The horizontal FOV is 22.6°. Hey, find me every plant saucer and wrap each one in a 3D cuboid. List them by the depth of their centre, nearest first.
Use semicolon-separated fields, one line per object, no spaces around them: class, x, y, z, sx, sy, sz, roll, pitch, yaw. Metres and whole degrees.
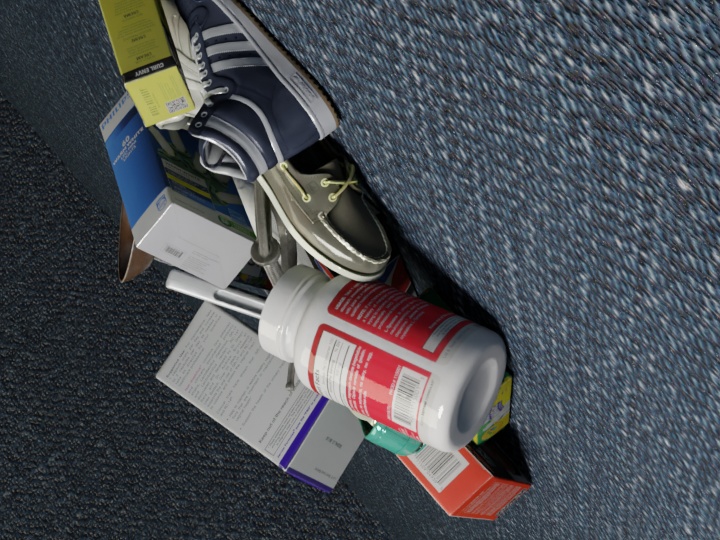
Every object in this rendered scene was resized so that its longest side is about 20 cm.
plant saucer;-0.225;-0.085;1.880;0.032;0.201;0.200;8;179;-13

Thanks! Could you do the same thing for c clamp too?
c clamp;-0.072;-0.011;1.635;0.200;0.027;0.171;73;-164;-58

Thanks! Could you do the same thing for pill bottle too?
pill bottle;0.016;0.070;1.558;0.200;0.112;0.112;24;160;24

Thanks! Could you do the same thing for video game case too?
video game case;-0.106;0.035;1.831;0.182;0.023;0.200;19;178;-4

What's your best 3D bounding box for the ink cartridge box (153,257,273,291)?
ink cartridge box;-0.112;-0.007;1.898;0.200;0.050;0.109;16;179;-14

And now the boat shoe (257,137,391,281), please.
boat shoe;-0.041;-0.079;1.547;0.202;0.072;0.060;50;135;6

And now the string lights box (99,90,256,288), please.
string lights box;-0.171;-0.080;1.669;0.103;0.059;0.200;27;-155;-35

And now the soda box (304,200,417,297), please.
soda box;0.000;0.000;1.681;0.071;0.063;0.200;43;169;32

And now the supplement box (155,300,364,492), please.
supplement box;-0.097;0.129;1.861;0.200;0.103;0.101;30;176;33

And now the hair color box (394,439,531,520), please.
hair color box;0.102;0.196;1.820;0.102;0.061;0.200;48;-175;17

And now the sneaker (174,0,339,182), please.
sneaker;-0.119;-0.157;1.493;0.200;0.108;0.070;46;169;24

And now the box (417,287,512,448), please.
box;0.089;0.098;1.699;0.117;0.048;0.200;48;173;17

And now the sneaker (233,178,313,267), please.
sneaker;-0.075;-0.037;1.809;0.116;0.074;0.200;29;160;47

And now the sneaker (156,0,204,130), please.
sneaker;-0.158;-0.178;1.621;0.200;0.099;0.078;49;171;8

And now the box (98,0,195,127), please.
box;-0.197;-0.228;1.558;0.075;0.050;0.200;70;180;-62

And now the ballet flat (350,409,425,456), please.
ballet flat;0.008;0.106;1.753;0.070;0.067;0.200;25;-163;-30
